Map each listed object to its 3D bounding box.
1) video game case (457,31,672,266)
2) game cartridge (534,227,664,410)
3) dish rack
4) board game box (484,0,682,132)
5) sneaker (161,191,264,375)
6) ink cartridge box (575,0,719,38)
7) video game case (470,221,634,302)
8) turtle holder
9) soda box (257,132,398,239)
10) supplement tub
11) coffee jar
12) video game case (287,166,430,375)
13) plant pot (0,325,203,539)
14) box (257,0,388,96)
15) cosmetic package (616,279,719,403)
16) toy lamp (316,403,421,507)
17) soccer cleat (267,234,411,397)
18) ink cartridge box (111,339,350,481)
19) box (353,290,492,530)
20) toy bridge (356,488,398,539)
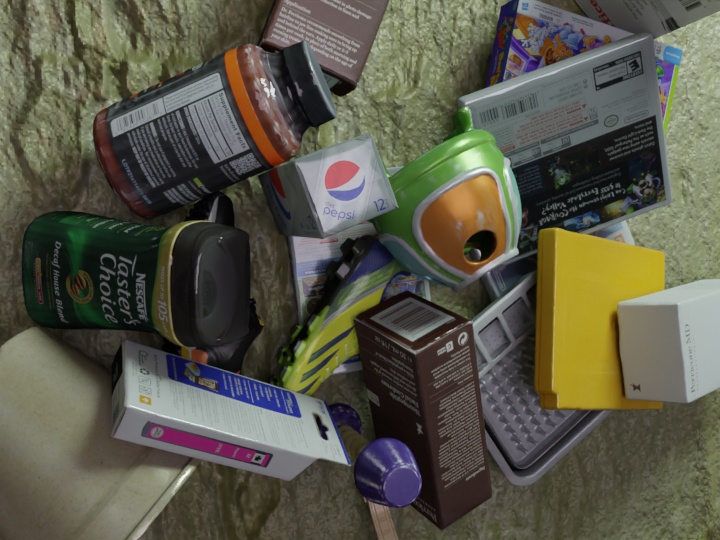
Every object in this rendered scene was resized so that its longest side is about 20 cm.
[{"bbox_3d":[0.210,-0.118,0.786,0.198,0.023,0.183,-20,116,-3],"label":"video game case"},{"bbox_3d":[0.253,0.056,0.816,0.198,0.032,0.178,8,82,-37],"label":"game cartridge"},{"bbox_3d":[0.177,0.110,0.830,0.171,0.043,0.201,-38,112,-12],"label":"dish rack"},{"bbox_3d":[0.231,-0.189,0.820,0.198,0.045,0.136,11,90,-16],"label":"board game box"},{"bbox_3d":[-0.132,0.028,0.746,0.089,0.070,0.202,9,90,-31],"label":"sneaker"},{"bbox_3d":[0.299,-0.321,0.778,0.084,0.200,0.146,-46,103,-12],"label":"ink cartridge box"},{"bbox_3d":[0.190,-0.076,0.849,0.181,0.023,0.202,-27,99,-13],"label":"video game case"},{"bbox_3d":[0.074,-0.048,0.721,0.140,0.185,0.132,-30,85,-26],"label":"turtle holder"},{"bbox_3d":[-0.036,-0.069,0.674,0.068,0.200,0.064,-22,99,-12],"label":"soda box"},{"bbox_3d":[-0.124,-0.128,0.685,0.198,0.107,0.108,-22,98,7],"label":"supplement tub"},{"bbox_3d":[-0.187,0.006,0.662,0.198,0.085,0.106,4,99,22],"label":"coffee jar"},{"bbox_3d":[0.000,0.000,0.801,0.142,0.018,0.202,-8,94,-16],"label":"video game case"},{"bbox_3d":[-0.251,0.156,0.662,0.183,0.200,0.201,40,82,-2],"label":"plant pot"},{"bbox_3d":[-0.021,-0.283,0.747,0.099,0.075,0.202,22,88,-15],"label":"box"},{"bbox_3d":[0.360,0.070,0.838,0.199,0.071,0.103,-10,94,-41],"label":"cosmetic package"},{"bbox_3d":[0.006,0.168,0.715,0.058,0.200,0.059,-1,94,-15],"label":"toy lamp"},{"bbox_3d":[-0.020,0.062,0.756,0.083,0.065,0.201,33,83,-17],"label":"soccer cleat"},{"bbox_3d":[-0.108,0.122,0.653,0.198,0.095,0.037,20,109,-25],"label":"ink cartridge box"},{"bbox_3d":[0.061,0.132,0.747,0.074,0.100,0.202,-25,118,-27],"label":"box"},{"bbox_3d":[0.031,0.309,0.798,0.027,0.067,0.202,-13,96,-14],"label":"toy bridge"}]
